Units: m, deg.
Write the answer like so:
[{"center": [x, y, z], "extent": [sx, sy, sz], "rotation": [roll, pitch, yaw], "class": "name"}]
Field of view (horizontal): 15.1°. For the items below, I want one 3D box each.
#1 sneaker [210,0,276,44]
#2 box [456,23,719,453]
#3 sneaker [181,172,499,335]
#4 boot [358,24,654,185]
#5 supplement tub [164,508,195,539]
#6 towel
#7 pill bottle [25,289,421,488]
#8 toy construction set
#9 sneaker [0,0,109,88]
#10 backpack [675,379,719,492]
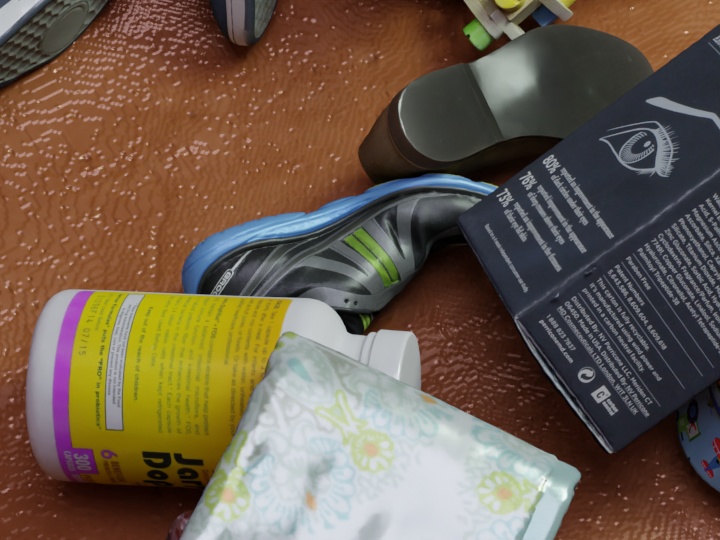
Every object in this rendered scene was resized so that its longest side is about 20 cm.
[{"center": [-0.121, -0.233, 1.603], "extent": [0.145, 0.204, 0.077], "rotation": [4, 27, 16], "class": "sneaker"}, {"center": [0.170, -0.023, 1.461], "extent": [0.199, 0.105, 0.148], "rotation": [-35, 24, 5], "class": "box"}, {"center": [0.000, 0.000, 1.540], "extent": [0.198, 0.071, 0.083], "rotation": [-17, 77, -11], "class": "sneaker"}, {"center": [0.085, -0.092, 1.590], "extent": [0.199, 0.075, 0.074], "rotation": [-13, 78, -32], "class": "boot"}, {"center": [-0.033, 0.168, 1.416], "extent": [0.199, 0.107, 0.108], "rotation": [-8, 62, -8], "class": "supplement tub"}, {"center": [-0.005, 0.150, 1.344], "extent": [0.170, 0.048, 0.201], "rotation": [26, 72, 3], "class": "towel"}, {"center": [-0.071, 0.065, 1.455], "extent": [0.199, 0.104, 0.105], "rotation": [2, 60, 11], "class": "pill bottle"}, {"center": [0.059, -0.202, 1.584], "extent": [0.092, 0.200, 0.131], "rotation": [-32, 57, -1], "class": "toy construction set"}, {"center": [-0.251, -0.169, 1.608], "extent": [0.202, 0.077, 0.146], "rotation": [-39, 72, -20], "class": "sneaker"}, {"center": [0.278, 0.058, 1.478], "extent": [0.199, 0.135, 0.183], "rotation": [21, 61, 12], "class": "backpack"}]
